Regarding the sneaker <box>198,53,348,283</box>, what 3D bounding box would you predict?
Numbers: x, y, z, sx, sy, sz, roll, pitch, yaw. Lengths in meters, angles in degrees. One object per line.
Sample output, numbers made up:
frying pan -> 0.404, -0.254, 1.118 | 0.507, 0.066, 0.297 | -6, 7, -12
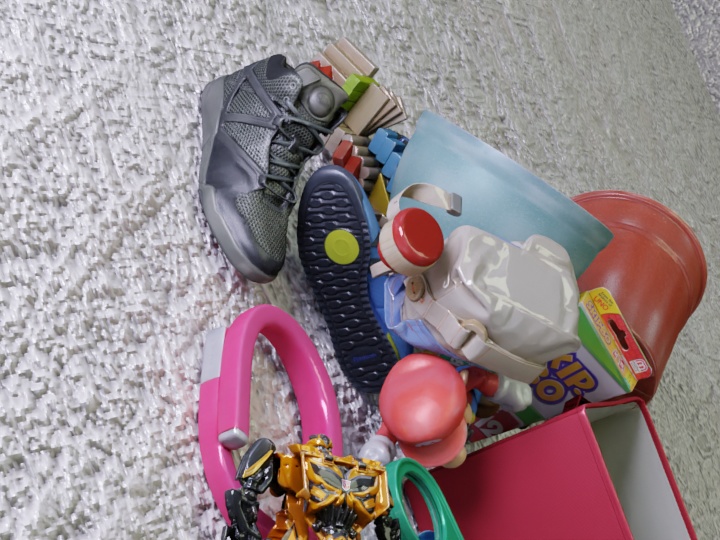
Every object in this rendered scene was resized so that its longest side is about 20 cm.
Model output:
sneaker -> -0.066, -0.091, 1.290 | 0.076, 0.114, 0.201 | 35, 39, -41

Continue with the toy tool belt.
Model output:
toy tool belt -> 0.071, 0.023, 1.300 | 0.199, 0.123, 0.126 | 23, 55, -31

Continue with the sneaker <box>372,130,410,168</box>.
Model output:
sneaker -> 0.057, -0.038, 1.567 | 0.078, 0.075, 0.201 | -61, 131, -73

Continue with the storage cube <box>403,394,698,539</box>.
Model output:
storage cube -> 0.170, 0.223, 1.403 | 0.171, 0.179, 0.202 | 4, 63, -63

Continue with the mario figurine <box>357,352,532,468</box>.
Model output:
mario figurine -> 0.069, 0.130, 1.350 | 0.105, 0.124, 0.200 | 26, 4, 12

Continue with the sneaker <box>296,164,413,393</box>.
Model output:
sneaker -> 0.000, 0.000, 1.366 | 0.079, 0.065, 0.202 | -52, 131, -58

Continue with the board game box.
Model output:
board game box -> 0.155, 0.087, 1.472 | 0.096, 0.199, 0.030 | 59, 32, -13

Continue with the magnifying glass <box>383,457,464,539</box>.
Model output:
magnifying glass -> 0.073, 0.227, 1.276 | 0.200, 0.022, 0.080 | 53, 26, -22

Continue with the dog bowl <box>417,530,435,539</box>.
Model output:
dog bowl -> 0.031, 0.267, 1.232 | 0.200, 0.049, 0.112 | -14, 80, -65

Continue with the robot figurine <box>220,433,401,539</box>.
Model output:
robot figurine -> -0.024, 0.205, 1.099 | 0.144, 0.058, 0.202 | 16, 64, -33

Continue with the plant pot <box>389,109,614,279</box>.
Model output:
plant pot -> 0.102, -0.029, 1.436 | 0.199, 0.135, 0.200 | 33, 1, -1

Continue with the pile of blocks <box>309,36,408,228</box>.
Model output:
pile of blocks -> 0.000, -0.118, 1.492 | 0.062, 0.082, 0.202 | -2, 70, -65

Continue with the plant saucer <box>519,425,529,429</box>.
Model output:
plant saucer -> 0.142, 0.051, 1.577 | 0.200, 0.036, 0.202 | -177, -90, -81

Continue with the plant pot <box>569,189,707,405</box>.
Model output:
plant pot -> 0.258, 0.050, 1.760 | 0.201, 0.200, 0.196 | 56, 34, -20

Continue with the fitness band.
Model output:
fitness band -> -0.061, 0.117, 1.200 | 0.144, 0.037, 0.201 | 46, 31, -38
